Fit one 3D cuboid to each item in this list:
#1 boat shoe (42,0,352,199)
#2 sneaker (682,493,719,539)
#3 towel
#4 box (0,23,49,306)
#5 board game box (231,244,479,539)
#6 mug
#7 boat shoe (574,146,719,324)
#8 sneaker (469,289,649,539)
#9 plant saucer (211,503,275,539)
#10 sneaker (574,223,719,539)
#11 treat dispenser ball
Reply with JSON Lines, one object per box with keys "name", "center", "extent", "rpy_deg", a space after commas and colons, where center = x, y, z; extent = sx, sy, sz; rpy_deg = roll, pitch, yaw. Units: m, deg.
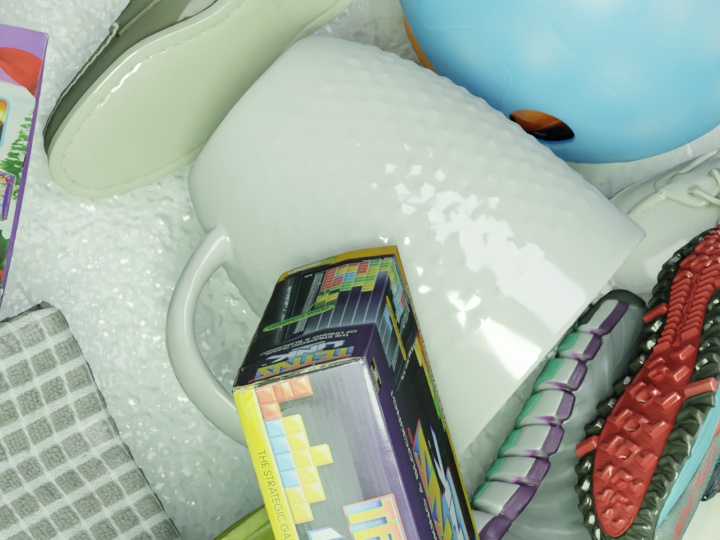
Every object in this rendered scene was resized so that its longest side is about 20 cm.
{"name": "boat shoe", "center": [-0.072, -0.115, 1.194], "extent": [0.202, 0.072, 0.060], "rpy_deg": [-43, 47, -1]}
{"name": "sneaker", "center": [0.171, 0.161, 1.203], "extent": [0.093, 0.070, 0.200], "rpy_deg": [-7, 70, -5]}
{"name": "towel", "center": [-0.168, 0.118, 1.046], "extent": [0.200, 0.086, 0.166], "rpy_deg": [-27, 79, -33]}
{"name": "box", "center": [-0.236, -0.054, 1.053], "extent": [0.200, 0.039, 0.137], "rpy_deg": [11, 57, -8]}
{"name": "board game box", "center": [0.011, 0.107, 1.022], "extent": [0.057, 0.165, 0.200], "rpy_deg": [-14, 104, 7]}
{"name": "mug", "center": [0.000, 0.000, 1.154], "extent": [0.175, 0.148, 0.200], "rpy_deg": [40, 65, 4]}
{"name": "boat shoe", "center": [0.181, -0.031, 1.295], "extent": [0.200, 0.070, 0.071], "rpy_deg": [-25, 77, -33]}
{"name": "sneaker", "center": [0.102, 0.103, 1.181], "extent": [0.088, 0.074, 0.200], "rpy_deg": [28, 63, 9]}
{"name": "plant saucer", "center": [-0.081, 0.216, 1.013], "extent": [0.200, 0.048, 0.200], "rpy_deg": [-35, 119, -35]}
{"name": "sneaker", "center": [0.168, 0.064, 1.155], "extent": [0.096, 0.079, 0.200], "rpy_deg": [44, 50, -17]}
{"name": "treat dispenser ball", "center": [0.115, -0.152, 1.249], "extent": [0.201, 0.201, 0.201], "rpy_deg": [11, 60, -20]}
